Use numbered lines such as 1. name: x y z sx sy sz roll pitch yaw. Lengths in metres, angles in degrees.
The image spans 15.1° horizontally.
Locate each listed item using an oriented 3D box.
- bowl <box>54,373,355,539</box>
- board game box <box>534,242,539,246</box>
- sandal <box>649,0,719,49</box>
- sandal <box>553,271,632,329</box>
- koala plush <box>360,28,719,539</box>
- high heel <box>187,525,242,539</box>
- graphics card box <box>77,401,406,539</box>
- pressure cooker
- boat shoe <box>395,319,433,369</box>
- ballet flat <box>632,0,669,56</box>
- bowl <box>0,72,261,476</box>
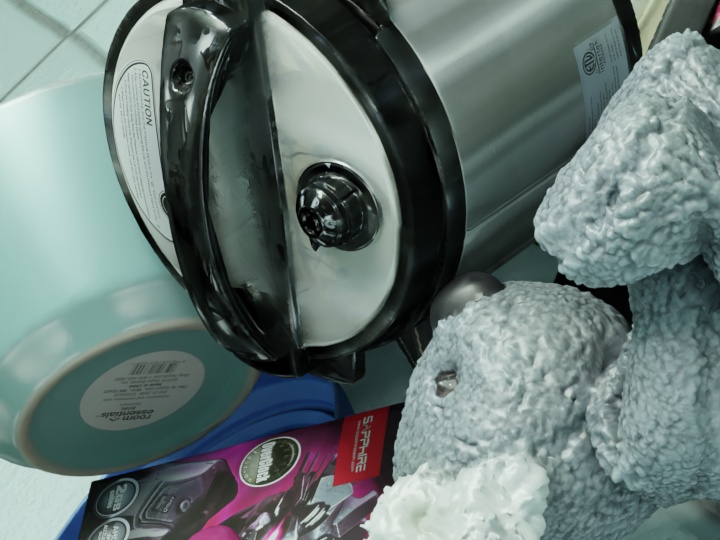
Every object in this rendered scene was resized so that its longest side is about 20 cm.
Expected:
1. bowl: -0.077 0.130 1.303 0.200 0.039 0.201 -34 25 18
2. board game box: 0.127 -0.049 1.310 0.105 0.023 0.200 -44 23 -8
3. sandal: 0.172 -0.125 1.266 0.201 0.045 0.075 -63 -12 -16
4. sandal: 0.114 0.010 1.178 0.200 0.045 0.075 -42 47 9
5. koala plush: 0.093 0.047 1.011 0.200 0.184 0.177 -36 4 18
6. high heel: -0.109 0.162 1.046 0.067 0.096 0.201 -23 33 50
7. graphics card box: -0.031 0.127 1.157 0.199 0.051 0.126 -16 39 22
8. pressure cooker: -0.005 -0.065 1.082 0.200 0.176 0.179 -35 -4 -41
9. boat shoe: 0.000 0.000 1.229 0.062 0.073 0.200 -17 32 -9
10. ballet flat: 0.114 -0.107 1.319 0.069 0.070 0.200 -8 40 52
11. bowl: -0.114 0.016 1.193 0.200 0.201 0.105 -35 58 16
